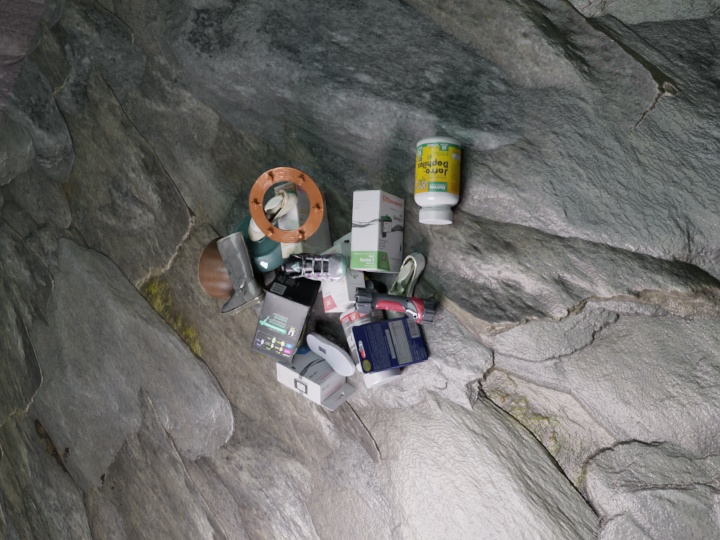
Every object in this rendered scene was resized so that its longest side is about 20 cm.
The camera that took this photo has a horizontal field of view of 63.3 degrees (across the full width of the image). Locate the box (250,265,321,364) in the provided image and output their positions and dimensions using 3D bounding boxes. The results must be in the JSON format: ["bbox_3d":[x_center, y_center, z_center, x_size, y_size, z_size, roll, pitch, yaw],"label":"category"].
[{"bbox_3d":[-0.202,0.121,1.590,0.123,0.149,0.201,20,119,0],"label":"box"}]

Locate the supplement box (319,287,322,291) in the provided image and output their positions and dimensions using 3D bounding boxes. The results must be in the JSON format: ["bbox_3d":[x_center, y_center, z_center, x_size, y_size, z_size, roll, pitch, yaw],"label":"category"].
[{"bbox_3d":[-0.159,0.042,1.675,0.199,0.069,0.067,-33,72,23],"label":"supplement box"}]

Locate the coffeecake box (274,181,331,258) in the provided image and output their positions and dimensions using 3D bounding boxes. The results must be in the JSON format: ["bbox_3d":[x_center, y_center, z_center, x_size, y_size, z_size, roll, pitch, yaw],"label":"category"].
[{"bbox_3d":[-0.157,-0.132,1.636,0.073,0.153,0.202,-14,78,29],"label":"coffeecake box"}]

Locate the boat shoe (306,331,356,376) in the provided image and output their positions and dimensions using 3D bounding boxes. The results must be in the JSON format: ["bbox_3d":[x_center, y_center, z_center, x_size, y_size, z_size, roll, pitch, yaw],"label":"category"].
[{"bbox_3d":[-0.066,0.219,1.590,0.199,0.066,0.071,24,121,46],"label":"boat shoe"}]

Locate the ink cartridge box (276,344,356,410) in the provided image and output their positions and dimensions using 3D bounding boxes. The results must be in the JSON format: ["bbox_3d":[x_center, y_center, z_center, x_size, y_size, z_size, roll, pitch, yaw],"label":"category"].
[{"bbox_3d":[-0.118,0.287,1.592,0.199,0.116,0.067,21,124,31],"label":"ink cartridge box"}]

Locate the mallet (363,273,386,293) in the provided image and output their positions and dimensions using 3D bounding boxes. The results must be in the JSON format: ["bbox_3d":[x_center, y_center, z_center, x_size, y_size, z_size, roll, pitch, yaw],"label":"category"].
[{"bbox_3d":[0.000,0.000,1.602,0.041,0.066,0.200,-53,48,17],"label":"mallet"}]

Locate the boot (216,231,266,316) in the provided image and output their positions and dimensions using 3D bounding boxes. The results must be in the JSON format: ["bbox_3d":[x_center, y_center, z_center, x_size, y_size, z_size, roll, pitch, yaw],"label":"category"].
[{"bbox_3d":[-0.352,0.012,1.609,0.181,0.073,0.201,-25,96,27],"label":"boot"}]

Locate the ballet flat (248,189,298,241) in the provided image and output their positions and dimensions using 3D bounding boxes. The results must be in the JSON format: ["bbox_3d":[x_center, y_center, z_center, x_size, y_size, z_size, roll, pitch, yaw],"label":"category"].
[{"bbox_3d":[-0.250,-0.154,1.569,0.200,0.062,0.068,-41,69,24],"label":"ballet flat"}]

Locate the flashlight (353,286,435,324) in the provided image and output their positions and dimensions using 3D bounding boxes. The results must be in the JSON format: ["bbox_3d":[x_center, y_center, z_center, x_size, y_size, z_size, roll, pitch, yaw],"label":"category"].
[{"bbox_3d":[0.083,0.093,1.456,0.068,0.198,0.068,-97,16,-57],"label":"flashlight"}]

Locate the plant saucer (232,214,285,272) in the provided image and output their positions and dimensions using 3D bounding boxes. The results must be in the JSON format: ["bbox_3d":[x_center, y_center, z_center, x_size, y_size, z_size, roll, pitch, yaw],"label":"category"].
[{"bbox_3d":[-0.282,-0.092,1.653,0.198,0.036,0.202,-4,65,8],"label":"plant saucer"}]

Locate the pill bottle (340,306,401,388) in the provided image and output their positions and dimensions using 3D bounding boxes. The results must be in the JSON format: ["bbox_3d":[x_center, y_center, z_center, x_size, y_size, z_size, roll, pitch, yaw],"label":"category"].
[{"bbox_3d":[0.029,0.194,1.517,0.113,0.114,0.202,-29,72,27],"label":"pill bottle"}]

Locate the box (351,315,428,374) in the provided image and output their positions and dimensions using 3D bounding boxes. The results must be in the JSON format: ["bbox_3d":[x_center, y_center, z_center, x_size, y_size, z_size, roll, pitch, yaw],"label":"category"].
[{"bbox_3d":[0.068,0.184,1.451,0.032,0.198,0.122,-33,67,54],"label":"box"}]

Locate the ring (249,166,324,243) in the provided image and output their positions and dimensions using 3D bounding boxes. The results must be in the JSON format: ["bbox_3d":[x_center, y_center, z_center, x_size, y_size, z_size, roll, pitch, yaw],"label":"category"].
[{"bbox_3d":[-0.193,-0.166,1.508,0.198,0.019,0.202,3,110,8],"label":"ring"}]

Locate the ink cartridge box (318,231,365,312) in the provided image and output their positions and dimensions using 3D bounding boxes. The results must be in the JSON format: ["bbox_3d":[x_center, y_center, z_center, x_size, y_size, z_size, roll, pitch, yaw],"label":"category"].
[{"bbox_3d":[-0.053,0.001,1.561,0.116,0.067,0.202,-27,66,49],"label":"ink cartridge box"}]

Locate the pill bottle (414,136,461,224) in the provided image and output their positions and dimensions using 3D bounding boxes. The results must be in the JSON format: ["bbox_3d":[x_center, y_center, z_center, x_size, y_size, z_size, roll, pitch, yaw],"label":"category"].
[{"bbox_3d":[0.191,-0.220,1.451,0.112,0.112,0.202,2,87,32],"label":"pill bottle"}]

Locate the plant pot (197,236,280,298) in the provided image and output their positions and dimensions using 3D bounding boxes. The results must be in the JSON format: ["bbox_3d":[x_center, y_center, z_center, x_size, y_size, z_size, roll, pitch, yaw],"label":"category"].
[{"bbox_3d":[-0.341,0.003,1.721,0.198,0.186,0.189,8,90,31],"label":"plant pot"}]

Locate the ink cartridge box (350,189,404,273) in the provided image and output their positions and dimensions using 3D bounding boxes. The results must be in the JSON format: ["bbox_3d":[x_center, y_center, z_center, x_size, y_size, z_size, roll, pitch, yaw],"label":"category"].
[{"bbox_3d":[0.046,-0.098,1.512,0.084,0.146,0.202,1,87,30],"label":"ink cartridge box"}]

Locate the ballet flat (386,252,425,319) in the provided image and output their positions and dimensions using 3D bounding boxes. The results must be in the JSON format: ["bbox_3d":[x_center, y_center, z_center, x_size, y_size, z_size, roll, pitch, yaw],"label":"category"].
[{"bbox_3d":[0.105,0.045,1.511,0.069,0.069,0.202,28,101,30],"label":"ballet flat"}]

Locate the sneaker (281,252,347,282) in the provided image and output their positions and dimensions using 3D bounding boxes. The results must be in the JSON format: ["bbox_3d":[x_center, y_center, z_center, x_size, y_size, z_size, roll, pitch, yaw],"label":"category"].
[{"bbox_3d":[-0.134,-0.007,1.497,0.199,0.139,0.079,-6,83,54],"label":"sneaker"}]
